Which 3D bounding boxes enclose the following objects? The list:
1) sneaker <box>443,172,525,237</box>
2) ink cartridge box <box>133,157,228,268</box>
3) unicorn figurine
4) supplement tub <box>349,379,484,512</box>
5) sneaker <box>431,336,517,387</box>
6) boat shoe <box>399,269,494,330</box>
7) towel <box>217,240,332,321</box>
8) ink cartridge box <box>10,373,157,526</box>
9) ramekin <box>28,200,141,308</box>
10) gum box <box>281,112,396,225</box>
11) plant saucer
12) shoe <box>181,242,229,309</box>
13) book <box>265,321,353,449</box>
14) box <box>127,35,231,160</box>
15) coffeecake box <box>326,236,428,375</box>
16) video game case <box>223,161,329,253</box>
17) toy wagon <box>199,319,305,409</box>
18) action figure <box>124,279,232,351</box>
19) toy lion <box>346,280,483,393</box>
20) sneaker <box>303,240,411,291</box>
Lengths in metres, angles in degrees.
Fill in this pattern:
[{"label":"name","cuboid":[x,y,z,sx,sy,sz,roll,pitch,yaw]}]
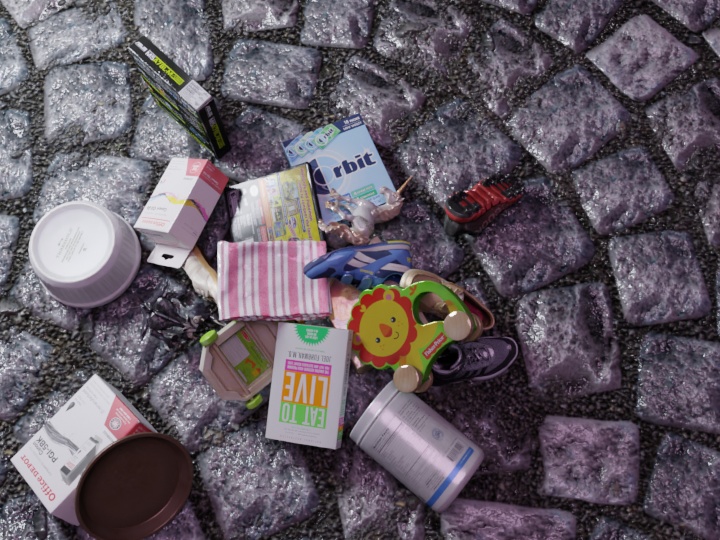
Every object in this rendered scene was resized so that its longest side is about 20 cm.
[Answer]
[{"label":"sneaker","cuboid":[0.232,-0.121,1.468,0.200,0.098,0.071,-25,58,-32]},{"label":"ink cartridge box","cuboid":[-0.346,-0.110,1.447,0.116,0.067,0.201,8,67,41]},{"label":"unicorn figurine","cuboid":[0.003,-0.106,1.410,0.136,0.074,0.201,19,51,-1]},{"label":"supplement tub","cuboid":[0.096,0.295,1.296,0.200,0.132,0.132,38,76,13]},{"label":"sneaker","cuboid":[0.188,0.154,1.350,0.198,0.114,0.076,-14,72,-4]},{"label":"boat shoe","cuboid":[0.159,0.053,1.356,0.199,0.069,0.074,26,78,-30]},{"label":"towel","cuboid":[-0.152,0.015,1.349,0.198,0.030,0.147,0,70,-15]},{"label":"ink cartridge box","cuboid":[-0.467,0.303,1.308,0.146,0.083,0.200,34,74,30]},{"label":"ramekin","cuboid":[-0.521,-0.037,1.437,0.201,0.094,0.204,0,72,0]},{"label":"gum box","cuboid":[-0.040,-0.189,1.507,0.169,0.045,0.201,-22,73,-6]},{"label":"plant saucer","cuboid":[-0.375,0.357,1.274,0.200,0.200,0.029,-46,37,-13]},{"label":"shoe","cuboid":[-0.284,0.021,1.406,0.053,0.070,0.200,-33,46,-8]},{"label":"book","cuboid":[-0.086,0.196,1.327,0.133,0.048,0.202,5,88,21]},{"label":"box","cuboid":[-0.345,-0.329,1.482,0.200,0.193,0.048,42,79,14]},{"label":"coffeecake box","cuboid":[0.014,0.064,1.405,0.153,0.073,0.201,-28,73,-7]},{"label":"video game case","cuboid":[-0.161,-0.088,1.459,0.179,0.025,0.201,-16,73,12]},{"label":"toy wagon","cuboid":[-0.185,0.141,1.365,0.200,0.039,0.156,-38,109,-20]},{"label":"action figure","cuboid":[-0.322,0.093,1.385,0.199,0.102,0.120,25,82,-12]},{"label":"toy lion","cuboid":[0.076,0.094,1.288,0.200,0.069,0.192,-47,66,16]},{"label":"sneaker","cuboid":[0.000,0.000,1.341,0.198,0.074,0.083,-8,83,-12]}]
